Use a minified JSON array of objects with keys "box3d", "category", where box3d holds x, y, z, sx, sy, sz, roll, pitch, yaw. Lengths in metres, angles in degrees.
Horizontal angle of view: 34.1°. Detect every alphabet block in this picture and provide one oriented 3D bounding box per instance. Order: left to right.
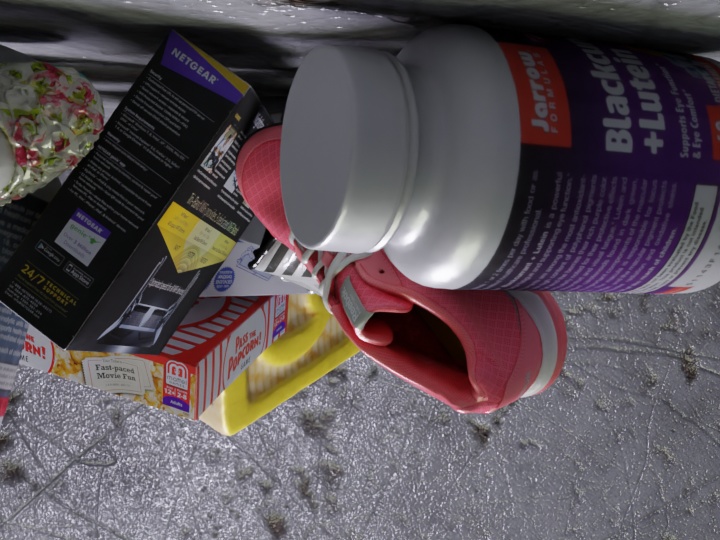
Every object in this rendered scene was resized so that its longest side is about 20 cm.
[{"box3d":[-0.125,-0.006,1.081,0.199,0.199,0.194,28,-138,34],"category":"alphabet block"}]

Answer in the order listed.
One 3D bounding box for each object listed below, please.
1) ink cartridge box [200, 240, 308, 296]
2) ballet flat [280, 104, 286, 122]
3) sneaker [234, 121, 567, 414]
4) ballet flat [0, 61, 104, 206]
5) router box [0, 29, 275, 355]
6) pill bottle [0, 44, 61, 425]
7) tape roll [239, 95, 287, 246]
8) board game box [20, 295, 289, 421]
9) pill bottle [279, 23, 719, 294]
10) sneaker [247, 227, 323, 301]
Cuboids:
[{"box3d":[-0.080,-0.018,0.878,0.198,0.045,0.093,0,-158,-47],"category":"ink cartridge box"},{"box3d":[0.039,-0.082,0.711,0.197,0.069,0.063,7,-166,29],"category":"ballet flat"},{"box3d":[0.008,-0.006,0.564,0.199,0.074,0.087,38,-150,16],"category":"sneaker"},{"box3d":[-0.216,-0.048,0.543,0.197,0.076,0.064,-9,-146,8],"category":"ballet flat"},{"box3d":[-0.111,-0.031,0.660,0.052,0.158,0.200,35,177,5],"category":"router box"},{"box3d":[-0.229,-0.020,0.638,0.118,0.203,0.120,14,172,2],"category":"pill bottle"},{"box3d":[-0.026,-0.072,0.861,0.197,0.067,0.201,8,-161,-3],"category":"tape roll"},{"box3d":[-0.173,0.032,0.878,0.197,0.047,0.152,15,-153,17],"category":"board game box"},{"box3d":[0.070,-0.047,0.515,0.197,0.113,0.111,1,-176,-25],"category":"pill bottle"},{"box3d":[0.000,-0.001,0.720,0.114,0.076,0.201,19,162,19],"category":"sneaker"}]
